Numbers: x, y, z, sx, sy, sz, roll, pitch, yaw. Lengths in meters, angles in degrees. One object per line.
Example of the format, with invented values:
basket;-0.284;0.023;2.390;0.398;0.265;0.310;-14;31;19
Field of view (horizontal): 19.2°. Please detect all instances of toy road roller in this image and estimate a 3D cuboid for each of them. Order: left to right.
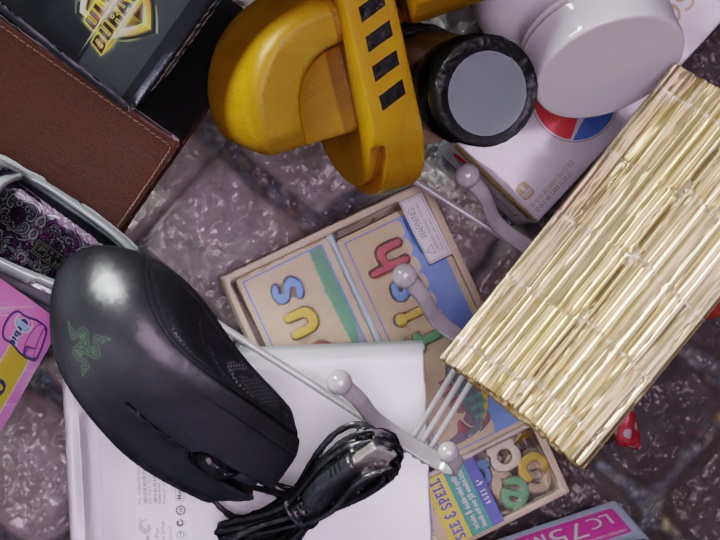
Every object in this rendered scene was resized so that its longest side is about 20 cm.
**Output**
toy road roller;-0.009;-0.136;1.075;0.146;0.123;0.201;-18;105;-17

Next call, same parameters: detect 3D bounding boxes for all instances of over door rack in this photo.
over door rack;0.000;0.000;1.149;0.200;0.067;0.148;29;71;11

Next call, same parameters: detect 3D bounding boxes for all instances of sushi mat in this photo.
sushi mat;0.138;-0.003;1.091;0.096;0.012;0.200;39;91;16

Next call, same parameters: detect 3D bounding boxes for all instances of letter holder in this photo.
letter holder;-0.179;-0.124;1.160;0.200;0.142;0.101;35;54;-5

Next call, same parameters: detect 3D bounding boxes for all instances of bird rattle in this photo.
bird rattle;0.170;0.002;1.172;0.200;0.163;0.113;-39;77;-17

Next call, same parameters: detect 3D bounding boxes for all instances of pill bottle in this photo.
pill bottle;0.099;-0.184;1.140;0.108;0.109;0.200;-15;59;-7

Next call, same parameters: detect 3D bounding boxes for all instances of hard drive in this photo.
hard drive;-0.062;0.109;1.182;0.199;0.027;0.132;-2;93;1

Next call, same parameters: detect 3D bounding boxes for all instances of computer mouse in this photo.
computer mouse;-0.086;0.072;1.098;0.200;0.053;0.138;45;127;-10

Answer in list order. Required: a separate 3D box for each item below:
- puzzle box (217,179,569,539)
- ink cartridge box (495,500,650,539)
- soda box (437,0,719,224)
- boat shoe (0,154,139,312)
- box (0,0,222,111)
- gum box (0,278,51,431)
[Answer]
puzzle box;0.018;0.065;1.213;0.133;0.025;0.201;-26;94;-6
ink cartridge box;0.127;0.201;1.139;0.119;0.200;0.042;-17;120;-13
soda box;0.137;-0.120;1.210;0.068;0.064;0.200;43;85;-5
boat shoe;-0.198;-0.036;1.135;0.200;0.071;0.070;31;65;-11
box;-0.114;-0.200;1.024;0.159;0.046;0.200;39;121;-3
gum box;-0.252;0.079;1.082;0.113;0.066;0.200;38;57;-20
